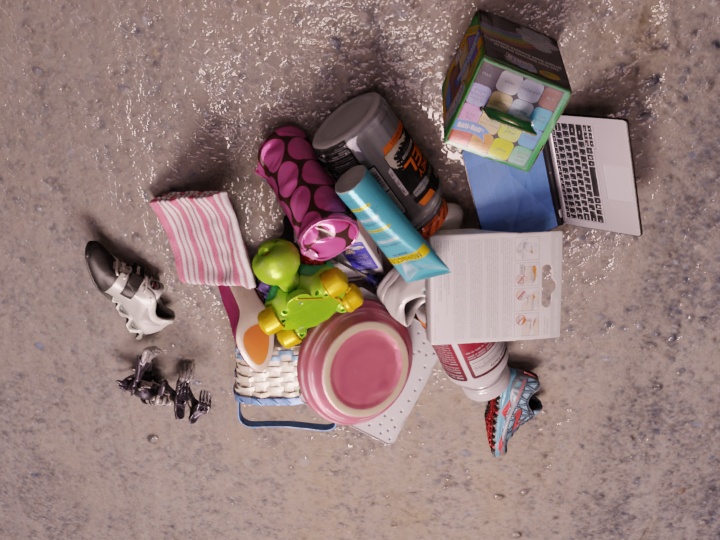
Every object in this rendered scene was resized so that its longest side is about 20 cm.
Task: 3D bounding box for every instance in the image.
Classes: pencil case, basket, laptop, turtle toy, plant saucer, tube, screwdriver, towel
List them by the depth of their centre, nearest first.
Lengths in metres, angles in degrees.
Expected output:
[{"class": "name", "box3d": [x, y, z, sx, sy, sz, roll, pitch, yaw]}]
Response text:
[{"class": "tube", "box3d": [0.041, -0.055, 1.186, 0.077, 0.051, 0.200, -9, 134, 41]}, {"class": "pencil case", "box3d": [-0.078, -0.104, 1.213, 0.093, 0.201, 0.091, -33, 142, 4]}, {"class": "laptop", "box3d": [0.270, -0.109, 1.223, 0.198, 0.116, 0.189, 14, 137, 40]}, {"class": "turtle toy", "box3d": [-0.090, 0.022, 1.258, 0.144, 0.102, 0.200, -30, 155, 5]}, {"class": "towel", "box3d": [-0.234, -0.043, 1.295, 0.198, 0.030, 0.149, 3, 116, 49]}, {"class": "screwdriver", "box3d": [0.000, 0.000, 1.344, 0.028, 0.030, 0.199, -15, 148, 31]}, {"class": "plant saucer", "box3d": [0.000, 0.147, 1.364, 0.197, 0.051, 0.205, -6, 103, -25]}, {"class": "basket", "box3d": [-0.127, 0.182, 1.463, 0.173, 0.140, 0.203, 1, 116, 6]}]

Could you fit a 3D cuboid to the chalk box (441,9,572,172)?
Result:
[{"class": "chalk box", "box3d": [0.180, -0.216, 1.103, 0.122, 0.202, 0.125, 19, 127, -9]}]

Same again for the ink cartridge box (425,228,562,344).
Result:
[{"class": "ink cartridge box", "box3d": [0.192, 0.021, 1.278, 0.196, 0.047, 0.163, -3, 102, -6]}]

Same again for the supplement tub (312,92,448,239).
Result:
[{"class": "supplement tub", "box3d": [0.033, -0.136, 1.227, 0.121, 0.123, 0.201, -26, 121, 23]}]

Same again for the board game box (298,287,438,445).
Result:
[{"class": "board game box", "box3d": [0.020, 0.155, 1.419, 0.198, 0.026, 0.202, 30, 88, -28]}]

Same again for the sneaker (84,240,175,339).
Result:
[{"class": "sneaker", "box3d": [-0.367, 0.020, 1.418, 0.087, 0.075, 0.201, -18, 131, 12]}]

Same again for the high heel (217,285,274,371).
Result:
[{"class": "high heel", "box3d": [-0.190, 0.057, 1.374, 0.067, 0.096, 0.203, -24, 106, -21]}]

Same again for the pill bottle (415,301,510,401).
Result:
[{"class": "pill bottle", "box3d": [0.170, 0.109, 1.401, 0.111, 0.114, 0.202, -17, 123, 17]}]

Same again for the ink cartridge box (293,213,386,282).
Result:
[{"class": "ink cartridge box", "box3d": [-0.027, -0.032, 1.327, 0.098, 0.040, 0.200, -8, 158, 11]}]

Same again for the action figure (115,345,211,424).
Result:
[{"class": "action figure", "box3d": [-0.339, 0.193, 1.521, 0.198, 0.104, 0.118, 16, 172, 42]}]

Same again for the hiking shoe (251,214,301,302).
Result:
[{"class": "hiking shoe", "box3d": [-0.128, -0.003, 1.369, 0.099, 0.076, 0.203, 4, 128, -2]}]

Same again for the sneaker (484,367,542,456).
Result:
[{"class": "sneaker", "box3d": [0.269, 0.252, 1.520, 0.094, 0.080, 0.202, -1, 131, -2]}]

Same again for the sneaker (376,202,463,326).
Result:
[{"class": "sneaker", "box3d": [0.106, -0.004, 1.319, 0.074, 0.089, 0.201, 8, 125, -40]}]
